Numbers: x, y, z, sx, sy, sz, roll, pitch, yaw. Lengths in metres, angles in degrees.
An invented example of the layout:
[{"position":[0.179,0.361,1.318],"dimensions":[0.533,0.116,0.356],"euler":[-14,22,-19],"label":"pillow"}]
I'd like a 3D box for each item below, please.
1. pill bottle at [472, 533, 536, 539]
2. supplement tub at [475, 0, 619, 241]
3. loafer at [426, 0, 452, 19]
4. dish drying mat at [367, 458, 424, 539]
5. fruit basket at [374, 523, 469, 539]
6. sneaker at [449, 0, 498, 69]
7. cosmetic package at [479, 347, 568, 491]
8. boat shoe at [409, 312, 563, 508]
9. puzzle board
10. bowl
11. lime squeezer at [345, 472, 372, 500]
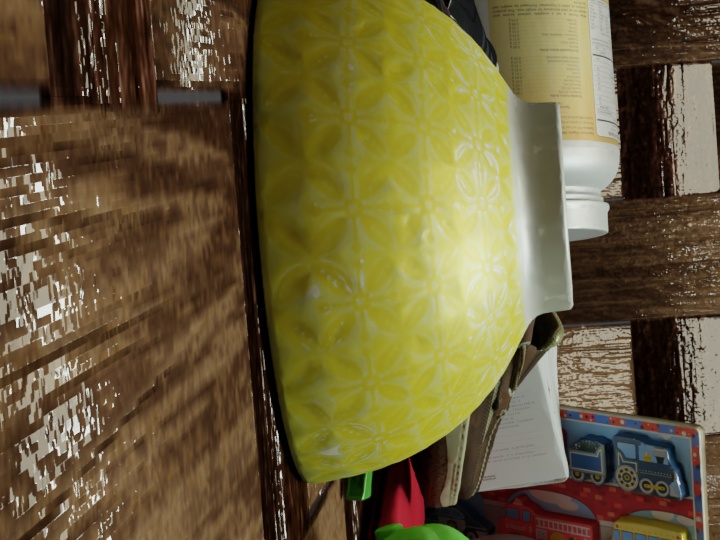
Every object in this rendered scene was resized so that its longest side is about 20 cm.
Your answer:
[{"position":[0.074,0.209,1.159],"dimensions":[0.200,0.113,0.113],"euler":[-56,142,-80],"label":"pill bottle"},{"position":[0.101,-0.120,1.508],"dimensions":[0.145,0.144,0.201],"euler":[33,53,-83],"label":"supplement tub"},{"position":[0.022,-0.127,1.112],"dimensions":[0.200,0.063,0.072],"euler":[-80,165,-68],"label":"loafer"},{"position":[0.019,0.133,1.137],"dimensions":[0.200,0.018,0.077],"euler":[-78,162,-73],"label":"dish drying mat"},{"position":[0.052,0.206,0.862],"dimensions":[0.216,0.155,0.216],"euler":[14,90,-85],"label":"fruit basket"},{"position":[0.049,-0.148,1.299],"dimensions":[0.200,0.072,0.083],"euler":[-54,153,-81],"label":"sneaker"},{"position":[0.054,0.013,1.173],"dimensions":[0.200,0.081,0.113],"euler":[74,11,-45],"label":"cosmetic package"},{"position":[0.063,0.038,1.072],"dimensions":[0.203,0.075,0.075],"euler":[92,-15,-45],"label":"boat shoe"},{"position":[0.108,0.148,1.264],"dimensions":[0.017,0.200,0.151],"euler":[-22,112,-49],"label":"puzzle board"},{"position":[0.026,-0.022,0.852],"dimensions":[0.200,0.107,0.201],"euler":[-5,90,-84],"label":"bowl"},{"position":[0.000,0.000,1.010],"dimensions":[0.071,0.038,0.201],"euler":[-5,93,-53],"label":"lime squeezer"}]
